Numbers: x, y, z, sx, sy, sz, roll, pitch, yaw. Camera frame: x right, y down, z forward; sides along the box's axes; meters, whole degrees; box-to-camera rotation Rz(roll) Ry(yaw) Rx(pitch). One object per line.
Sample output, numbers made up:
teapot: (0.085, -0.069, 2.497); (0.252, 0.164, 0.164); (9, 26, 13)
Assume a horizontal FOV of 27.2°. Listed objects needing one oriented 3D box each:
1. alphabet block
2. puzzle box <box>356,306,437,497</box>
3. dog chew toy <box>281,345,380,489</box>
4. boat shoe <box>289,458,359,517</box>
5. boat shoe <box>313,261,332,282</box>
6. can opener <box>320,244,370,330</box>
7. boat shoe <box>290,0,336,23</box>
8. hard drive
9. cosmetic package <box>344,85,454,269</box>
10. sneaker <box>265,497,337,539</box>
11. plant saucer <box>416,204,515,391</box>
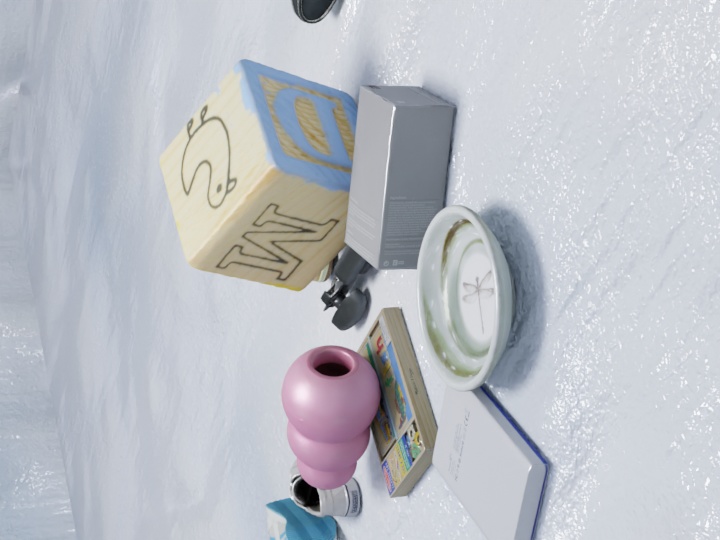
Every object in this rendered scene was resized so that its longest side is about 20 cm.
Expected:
alphabet block: (-0.112, -0.118, 1.899); (0.200, 0.195, 0.196); (-46, 47, 32)
puzzle box: (0.042, 0.164, 1.848); (0.133, 0.025, 0.201); (118, 142, -51)
dog chew toy: (-0.039, 0.194, 1.871); (0.125, 0.124, 0.201); (-122, 28, -49)
boat shoe: (-0.067, 0.303, 2.066); (0.200, 0.065, 0.073); (-155, 65, -64)
boat shoe: (-0.091, -0.076, 2.071); (0.072, 0.076, 0.201); (128, 135, -56)
can opener: (0.000, 0.000, 1.917); (0.066, 0.053, 0.200); (41, 142, 13)
boat shoe: (-0.043, -0.397, 1.930); (0.061, 0.075, 0.201); (-107, 26, -43)
hard drive: (0.138, 0.213, 1.626); (0.200, 0.025, 0.133); (-129, 42, -55)
cosmetic package: (0.044, -0.111, 1.744); (0.107, 0.090, 0.201); (-136, 51, -58)
sneaker: (-0.079, 0.386, 2.108); (0.200, 0.076, 0.081); (-153, 55, -71)
plant saucer: (0.123, 0.029, 1.614); (0.200, 0.050, 0.202); (178, 90, -68)
